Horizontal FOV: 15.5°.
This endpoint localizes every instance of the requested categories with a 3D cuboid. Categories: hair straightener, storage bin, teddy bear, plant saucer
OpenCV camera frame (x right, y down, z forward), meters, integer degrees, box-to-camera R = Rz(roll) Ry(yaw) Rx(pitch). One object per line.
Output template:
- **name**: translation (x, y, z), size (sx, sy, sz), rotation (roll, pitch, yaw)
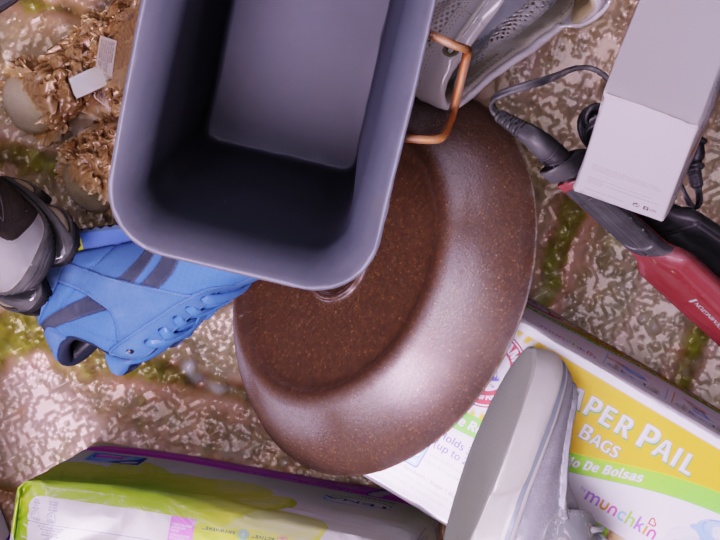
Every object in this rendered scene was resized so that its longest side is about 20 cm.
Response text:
- **hair straightener**: translation (0.140, -0.038, 1.302), size (0.200, 0.041, 0.077), rotation (35, 57, -24)
- **storage bin**: translation (-0.021, -0.109, 1.216), size (0.145, 0.134, 0.200), rotation (13, 107, 2)
- **teddy bear**: translation (-0.100, -0.111, 1.353), size (0.145, 0.067, 0.200), rotation (40, 114, 14)
- **plant saucer**: translation (0.000, 0.000, 1.301), size (0.200, 0.037, 0.201), rotation (-20, 60, 39)

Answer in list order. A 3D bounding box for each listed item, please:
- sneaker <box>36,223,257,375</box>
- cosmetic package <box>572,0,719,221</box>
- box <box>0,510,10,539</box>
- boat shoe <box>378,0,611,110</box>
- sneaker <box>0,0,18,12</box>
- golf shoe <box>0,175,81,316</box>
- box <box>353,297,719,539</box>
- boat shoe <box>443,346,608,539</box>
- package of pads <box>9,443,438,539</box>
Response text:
- **sneaker**: translation (-0.091, 0.009, 1.327), size (0.200, 0.066, 0.079), rotation (-10, 86, 44)
- **cosmetic package**: translation (0.160, -0.128, 1.257), size (0.051, 0.083, 0.200), rotation (20, 59, 7)
- **box**: translation (-0.299, 0.110, 1.379), size (0.184, 0.105, 0.200), rotation (-20, 92, 9)
- **boat shoe**: translation (0.100, -0.149, 1.302), size (0.200, 0.071, 0.069), rotation (-42, 50, -3)
- **sneaker**: translation (-0.238, -0.210, 1.375), size (0.095, 0.079, 0.200), rotation (-24, 91, -13)
- **golf shoe**: translation (-0.234, -0.047, 1.341), size (0.200, 0.094, 0.078), rotation (23, 90, 34)
- **box**: translation (0.111, 0.097, 1.322), size (0.200, 0.101, 0.113), rotation (30, 97, 5)
- **boat shoe**: translation (0.079, 0.137, 1.251), size (0.071, 0.070, 0.201), rotation (13, 97, -10)
- **package of pads**: translation (-0.066, 0.139, 1.323), size (0.200, 0.155, 0.068), rotation (9, 95, 7)
